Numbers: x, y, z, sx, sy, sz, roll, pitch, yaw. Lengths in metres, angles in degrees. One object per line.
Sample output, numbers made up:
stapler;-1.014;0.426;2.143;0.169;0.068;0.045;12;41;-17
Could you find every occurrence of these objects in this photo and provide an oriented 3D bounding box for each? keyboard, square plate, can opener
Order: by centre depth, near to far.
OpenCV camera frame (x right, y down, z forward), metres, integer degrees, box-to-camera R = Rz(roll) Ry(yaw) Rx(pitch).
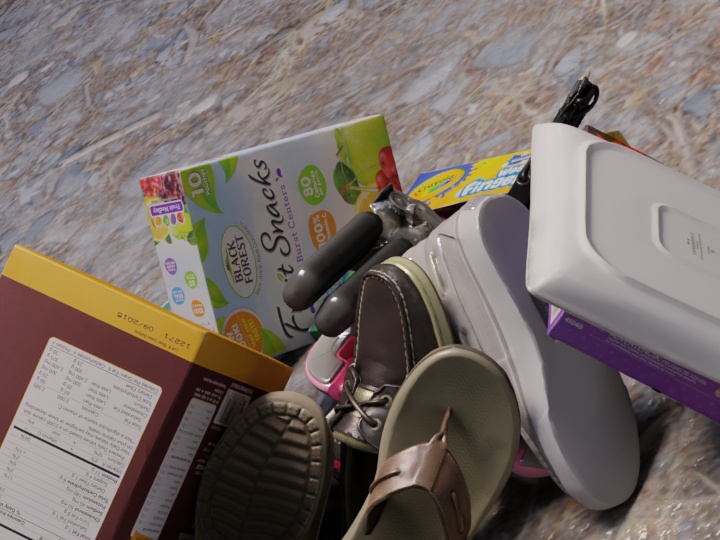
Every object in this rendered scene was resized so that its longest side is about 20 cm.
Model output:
square plate;0.189;-0.006;1.549;0.200;0.198;0.028;-81;18;-59
keyboard;0.107;-0.053;1.725;0.200;0.021;0.127;-58;-3;-37
can opener;0.000;0.000;1.750;0.067;0.053;0.200;-54;-6;30

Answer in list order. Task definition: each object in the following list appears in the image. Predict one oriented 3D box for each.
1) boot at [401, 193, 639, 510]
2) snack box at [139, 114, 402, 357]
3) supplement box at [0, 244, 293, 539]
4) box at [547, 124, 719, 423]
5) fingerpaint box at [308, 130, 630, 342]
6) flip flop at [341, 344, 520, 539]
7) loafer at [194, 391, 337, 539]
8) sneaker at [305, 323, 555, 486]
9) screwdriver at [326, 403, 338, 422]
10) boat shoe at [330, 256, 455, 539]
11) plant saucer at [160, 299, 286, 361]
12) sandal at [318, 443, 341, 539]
boot;0.091;0.060;1.609;0.073;0.200;0.096;-11;-16;-41
snack box;-0.050;-0.019;1.886;0.200;0.143;0.053;-18;5;-42
supplement box;-0.162;0.114;1.638;0.200;0.133;0.197;-65;-16;-2
box;0.181;0.003;1.603;0.039;0.137;0.200;-56;12;30
fingerpaint box;0.086;-0.003;1.838;0.200;0.073;0.167;-10;36;48
flip flop;0.030;0.139;1.547;0.200;0.081;0.058;-61;2;3
loafer;-0.064;0.162;1.654;0.068;0.075;0.200;-45;-25;-71
sneaker;0.060;0.094;1.693;0.200;0.095;0.079;23;60;36
screwdriver;-0.073;0.152;1.833;0.200;0.028;0.029;-45;-5;-7
boat shoe;0.017;0.094;1.603;0.065;0.201;0.073;-12;14;-33
plant saucer;-0.107;0.053;2.068;0.200;0.036;0.200;-32;23;16
sandal;-0.025;0.155;1.740;0.075;0.045;0.200;-36;23;6
